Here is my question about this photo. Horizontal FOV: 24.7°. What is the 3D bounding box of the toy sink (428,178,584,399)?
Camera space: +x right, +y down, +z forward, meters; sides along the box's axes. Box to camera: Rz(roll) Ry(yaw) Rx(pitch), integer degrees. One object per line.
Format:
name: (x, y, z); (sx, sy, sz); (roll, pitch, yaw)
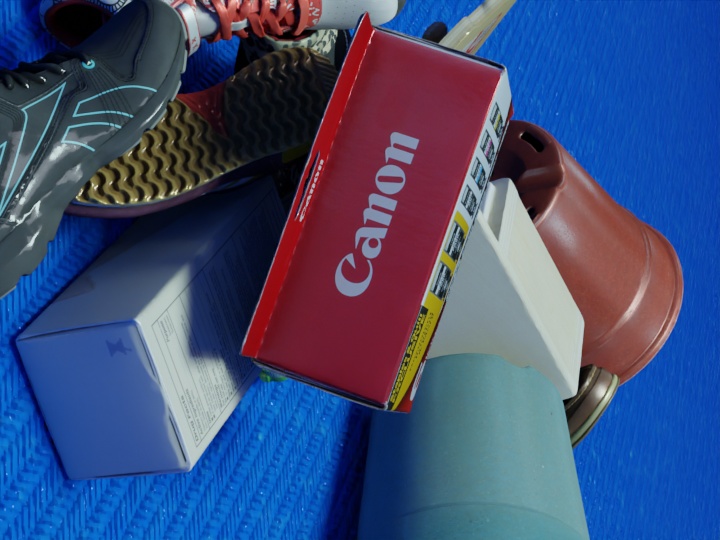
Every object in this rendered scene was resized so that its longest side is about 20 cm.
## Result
toy sink: (0.073, 0.009, 1.274); (0.200, 0.130, 0.112); (58, 26, -26)

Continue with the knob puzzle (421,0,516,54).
knob puzzle: (0.020, -0.113, 1.112); (0.030, 0.220, 0.220); (43, 27, 2)

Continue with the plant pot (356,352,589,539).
plant pot: (0.081, 0.179, 1.196); (0.200, 0.200, 0.196); (58, 25, -43)

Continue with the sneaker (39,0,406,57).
sneaker: (-0.080, -0.147, 0.932); (0.067, 0.201, 0.108); (108, -3, -57)

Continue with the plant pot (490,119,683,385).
plant pot: (0.150, -0.016, 1.432); (0.195, 0.201, 0.201); (45, 41, -43)

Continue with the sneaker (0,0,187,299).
sneaker: (-0.157, -0.074, 0.804); (0.079, 0.075, 0.200); (50, 57, -27)

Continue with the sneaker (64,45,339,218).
sneaker: (-0.105, -0.065, 0.929); (0.200, 0.090, 0.075); (-16, 78, -27)

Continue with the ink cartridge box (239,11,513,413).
ink cartridge box: (0.014, -0.026, 0.928); (0.176, 0.084, 0.200); (34, 75, -81)

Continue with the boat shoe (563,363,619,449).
boat shoe: (0.132, 0.123, 1.336); (0.068, 0.200, 0.072); (41, 52, -7)

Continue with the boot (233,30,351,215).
boot: (-0.037, -0.146, 1.085); (0.154, 0.073, 0.204); (102, 6, -46)

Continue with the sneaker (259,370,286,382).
sneaker: (0.000, 0.000, 1.113); (0.200, 0.084, 0.074); (-50, 163, -23)

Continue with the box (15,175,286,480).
box: (-0.104, 0.027, 0.933); (0.200, 0.078, 0.095); (-53, 131, -60)
